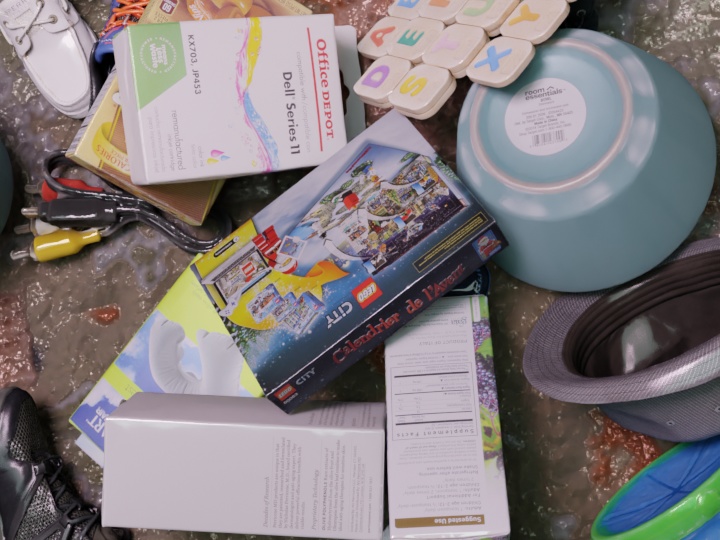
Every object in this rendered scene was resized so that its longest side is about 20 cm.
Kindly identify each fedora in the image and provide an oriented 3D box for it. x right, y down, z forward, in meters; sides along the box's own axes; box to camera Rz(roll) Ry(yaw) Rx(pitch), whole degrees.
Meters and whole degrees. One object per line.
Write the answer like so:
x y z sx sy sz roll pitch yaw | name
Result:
0.225 0.059 0.786 0.200 0.177 0.090 -23 111 26 | fedora

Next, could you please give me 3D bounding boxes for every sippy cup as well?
0.251 0.194 0.765 0.140 0.178 0.130 -37 86 -29 | sippy cup

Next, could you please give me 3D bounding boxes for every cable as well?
-0.203 -0.053 0.959 0.199 0.050 0.097 2 69 2 | cable

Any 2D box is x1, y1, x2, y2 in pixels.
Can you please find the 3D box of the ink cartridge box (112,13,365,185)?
-0.079 -0.133 0.852 0.199 0.067 0.118 -9 96 -21 | ink cartridge box

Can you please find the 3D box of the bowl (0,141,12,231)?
-0.378 -0.071 0.947 0.200 0.105 0.201 -3 80 20 | bowl

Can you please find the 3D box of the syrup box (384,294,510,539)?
0.059 0.119 0.787 0.081 0.079 0.200 -4 48 3 | syrup box

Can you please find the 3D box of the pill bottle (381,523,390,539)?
0.092 0.259 0.801 0.200 0.111 0.111 38 94 15 | pill bottle

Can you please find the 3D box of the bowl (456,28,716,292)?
0.150 -0.093 0.809 0.200 0.105 0.201 -7 73 22 | bowl

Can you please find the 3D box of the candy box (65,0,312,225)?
-0.136 -0.150 0.895 0.115 0.055 0.200 29 82 -21 | candy box

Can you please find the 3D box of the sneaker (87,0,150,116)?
-0.188 -0.190 0.940 0.075 0.078 0.201 3 85 14 | sneaker

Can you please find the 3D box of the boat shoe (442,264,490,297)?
0.000 0.000 0.875 0.199 0.069 0.084 7 85 15 | boat shoe

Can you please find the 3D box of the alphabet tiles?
0.082 -0.198 0.836 0.200 0.015 0.195 -51 35 -7 | alphabet tiles

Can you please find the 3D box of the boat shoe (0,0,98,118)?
-0.289 -0.224 0.974 0.071 0.069 0.200 -32 77 8 | boat shoe

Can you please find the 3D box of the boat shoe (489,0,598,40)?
0.171 -0.217 0.858 0.199 0.075 0.066 -38 95 6 | boat shoe

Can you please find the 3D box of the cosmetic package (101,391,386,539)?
-0.081 0.140 0.822 0.199 0.108 0.085 1 95 3 | cosmetic package

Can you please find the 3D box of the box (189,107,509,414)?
-0.012 -0.010 0.809 0.200 0.038 0.137 -37 56 2 | box

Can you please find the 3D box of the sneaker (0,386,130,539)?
-0.248 0.191 0.915 0.114 0.076 0.200 -9 85 11 | sneaker

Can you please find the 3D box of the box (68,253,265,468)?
-0.145 0.101 0.913 0.122 0.048 0.200 39 93 15 | box
